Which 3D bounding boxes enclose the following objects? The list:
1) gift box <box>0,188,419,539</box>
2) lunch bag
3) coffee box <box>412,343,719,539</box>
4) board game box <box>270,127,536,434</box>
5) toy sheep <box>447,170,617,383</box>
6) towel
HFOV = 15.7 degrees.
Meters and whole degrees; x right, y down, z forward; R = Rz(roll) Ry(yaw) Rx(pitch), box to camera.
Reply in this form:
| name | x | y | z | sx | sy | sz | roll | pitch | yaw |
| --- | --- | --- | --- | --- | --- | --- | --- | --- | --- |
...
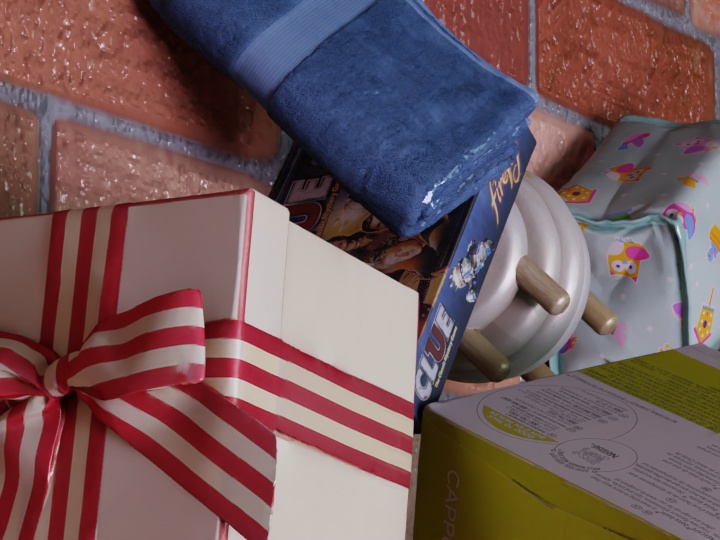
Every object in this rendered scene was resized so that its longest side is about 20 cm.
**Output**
| name | x | y | z | sx | sy | sz | roll | pitch | yaw |
| --- | --- | --- | --- | --- | --- | --- | --- | --- | --- |
| gift box | -0.081 | 0.079 | 1.159 | 0.186 | 0.183 | 0.202 | 30 | 55 | -55 |
| lunch bag | 0.196 | 0.022 | 1.676 | 0.170 | 0.121 | 0.201 | -43 | 130 | -54 |
| coffee box | 0.155 | 0.170 | 1.264 | 0.197 | 0.200 | 0.201 | -11 | 113 | -36 |
| board game box | 0.000 | 0.000 | 1.346 | 0.035 | 0.135 | 0.201 | 57 | 41 | -36 |
| toy sheep | 0.069 | 0.003 | 1.464 | 0.200 | 0.137 | 0.139 | 32 | 59 | -67 |
| towel | -0.012 | -0.111 | 1.307 | 0.200 | 0.049 | 0.112 | 44 | 52 | 10 |
